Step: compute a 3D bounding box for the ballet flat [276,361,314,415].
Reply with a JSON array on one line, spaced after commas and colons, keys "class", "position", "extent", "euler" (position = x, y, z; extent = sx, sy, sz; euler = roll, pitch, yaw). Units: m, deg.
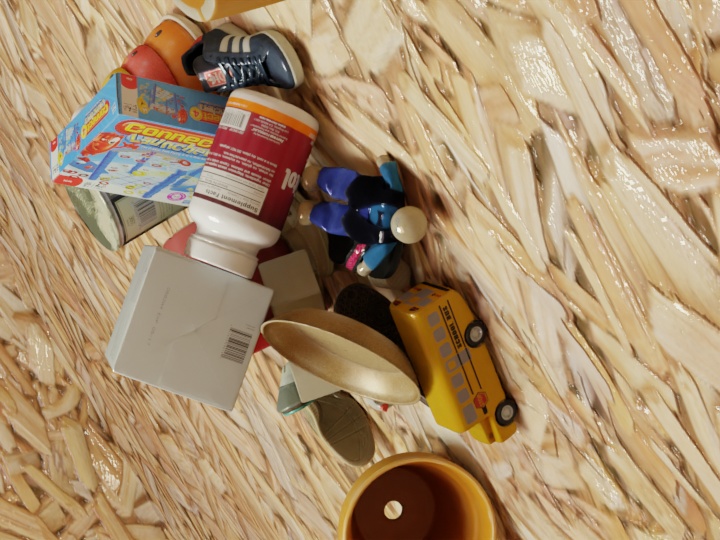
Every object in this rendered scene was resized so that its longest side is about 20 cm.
[{"class": "ballet flat", "position": [-0.079, 0.144, 1.926], "extent": [0.064, 0.067, 0.200], "euler": [65, -163, -2]}]

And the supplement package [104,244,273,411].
[{"class": "supplement package", "position": [-0.210, 0.065, 1.702], "extent": [0.150, 0.153, 0.200], "euler": [20, 177, -12]}]

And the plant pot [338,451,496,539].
[{"class": "plant pot", "position": [0.061, 0.331, 1.860], "extent": [0.201, 0.199, 0.183], "euler": [60, 173, -6]}]

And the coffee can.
[{"class": "coffee can", "position": [-0.287, -0.138, 1.920], "extent": [0.146, 0.199, 0.147], "euler": [44, 153, 29]}]

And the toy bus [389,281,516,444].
[{"class": "toy bus", "position": [0.108, 0.111, 1.602], "extent": [0.065, 0.078, 0.201], "euler": [16, 133, 57]}]

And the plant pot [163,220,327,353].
[{"class": "plant pot", "position": [-0.170, 0.017, 1.917], "extent": [0.178, 0.199, 0.200], "euler": [64, 158, 7]}]

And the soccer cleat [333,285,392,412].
[{"class": "soccer cleat", "position": [-0.002, 0.099, 1.826], "extent": [0.077, 0.069, 0.201], "euler": [32, 149, 49]}]

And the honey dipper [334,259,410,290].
[{"class": "honey dipper", "position": [0.000, 0.000, 1.733], "extent": [0.038, 0.038, 0.200], "euler": [63, 158, -14]}]

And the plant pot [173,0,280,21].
[{"class": "plant pot", "position": [-0.098, -0.327, 1.307], "extent": [0.200, 0.183, 0.201], "euler": [44, 153, 29]}]

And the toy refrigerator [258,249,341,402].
[{"class": "toy refrigerator", "position": [-0.069, 0.072, 1.778], "extent": [0.201, 0.069, 0.076], "euler": [76, 174, -49]}]

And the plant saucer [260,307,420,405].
[{"class": "plant saucer", "position": [-0.017, 0.092, 1.611], "extent": [0.199, 0.036, 0.200], "euler": [22, 161, 8]}]

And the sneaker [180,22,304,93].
[{"class": "sneaker", "position": [-0.143, -0.237, 1.655], "extent": [0.199, 0.084, 0.075], "euler": [21, 138, 54]}]

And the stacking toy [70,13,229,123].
[{"class": "stacking toy", "position": [-0.280, -0.224, 1.799], "extent": [0.146, 0.199, 0.147], "euler": [43, 153, 28]}]

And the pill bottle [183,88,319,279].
[{"class": "pill bottle", "position": [-0.131, -0.099, 1.638], "extent": [0.112, 0.202, 0.113], "euler": [20, 178, 1]}]

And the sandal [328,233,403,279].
[{"class": "sandal", "position": [-0.005, -0.031, 1.657], "extent": [0.200, 0.045, 0.076], "euler": [5, 89, 64]}]

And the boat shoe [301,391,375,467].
[{"class": "boat shoe", "position": [-0.040, 0.212, 2.048], "extent": [0.200, 0.071, 0.065], "euler": [52, 164, 32]}]

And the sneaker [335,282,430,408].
[{"class": "sneaker", "position": [0.046, 0.101, 1.711], "extent": [0.200, 0.070, 0.076], "euler": [46, 176, 16]}]

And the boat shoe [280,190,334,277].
[{"class": "boat shoe", "position": [-0.102, -0.071, 1.787], "extent": [0.201, 0.065, 0.072], "euler": [59, 155, 10]}]

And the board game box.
[{"class": "board game box", "position": [-0.251, -0.155, 1.734], "extent": [0.195, 0.199, 0.056], "euler": [-32, 57, 49]}]

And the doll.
[{"class": "doll", "position": [0.006, -0.062, 1.570], "extent": [0.199, 0.048, 0.138], "euler": [17, 102, 51]}]
